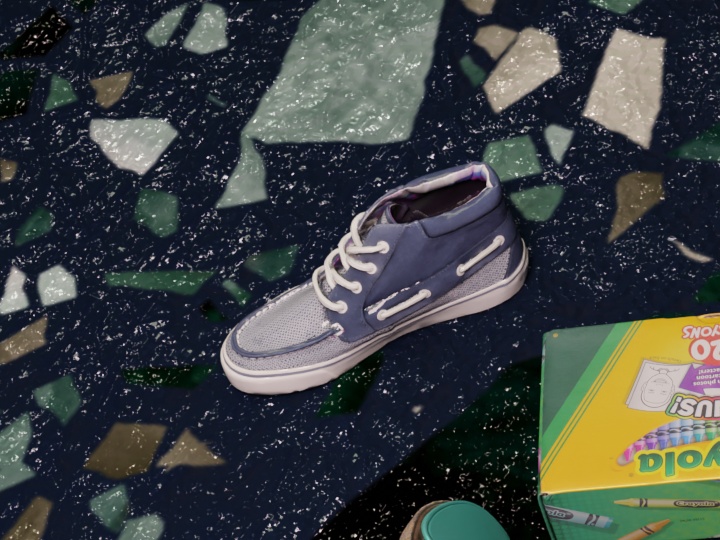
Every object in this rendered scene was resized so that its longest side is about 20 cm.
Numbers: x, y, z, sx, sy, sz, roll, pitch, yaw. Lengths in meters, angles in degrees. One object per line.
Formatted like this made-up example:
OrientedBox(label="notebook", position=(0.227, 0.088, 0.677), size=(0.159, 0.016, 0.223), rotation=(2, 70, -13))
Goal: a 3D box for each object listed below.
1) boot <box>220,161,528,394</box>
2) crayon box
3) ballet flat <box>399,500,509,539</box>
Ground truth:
OrientedBox(label="boot", position=(0.000, 0.000, 1.744), size=(0.200, 0.090, 0.073), rotation=(-24, 47, -3))
OrientedBox(label="crayon box", position=(0.203, 0.087, 1.623), size=(0.200, 0.058, 0.119), rotation=(-6, 49, 13))
OrientedBox(label="ballet flat", position=(0.030, 0.177, 1.558), size=(0.067, 0.200, 0.068), rotation=(-41, 88, 17))
